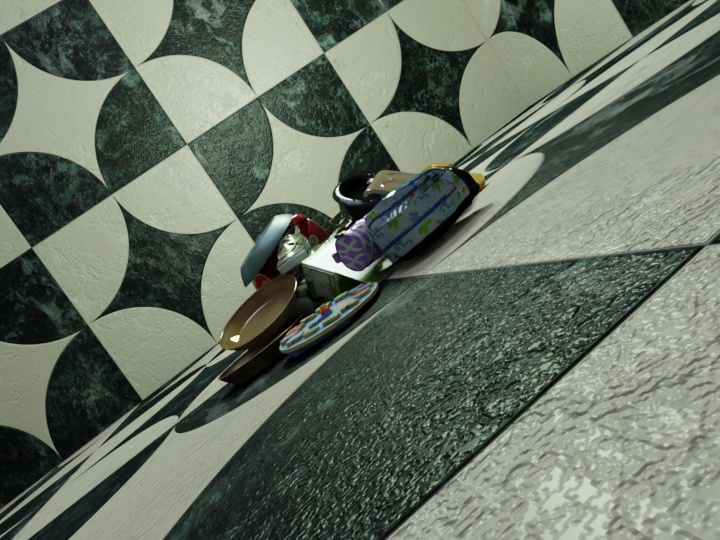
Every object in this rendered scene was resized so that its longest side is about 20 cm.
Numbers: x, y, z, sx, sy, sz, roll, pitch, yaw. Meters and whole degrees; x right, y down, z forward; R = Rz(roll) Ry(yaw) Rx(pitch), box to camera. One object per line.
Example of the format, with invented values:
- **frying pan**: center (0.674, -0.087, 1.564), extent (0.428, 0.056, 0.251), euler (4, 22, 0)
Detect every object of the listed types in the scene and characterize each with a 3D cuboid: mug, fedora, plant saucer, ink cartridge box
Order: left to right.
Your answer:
- **plant saucer**: center (-0.197, 0.092, 1.114), extent (0.198, 0.036, 0.202), euler (-32, 26, 17)
- **plant saucer**: center (-0.227, -0.056, 1.288), extent (0.201, 0.036, 0.201), euler (-53, 13, 17)
- **plant saucer**: center (-0.186, 0.160, 1.078), extent (0.198, 0.037, 0.200), euler (-36, 6, 4)
- **mug**: center (-0.182, -0.034, 1.388), extent (0.131, 0.180, 0.201), euler (4, 43, 44)
- **ink cartridge box**: center (0.000, 0.000, 1.123), extent (0.197, 0.077, 0.147), euler (16, 41, 38)
- **fedora**: center (0.027, -0.174, 1.424), extent (0.195, 0.093, 0.202), euler (-6, 34, 4)

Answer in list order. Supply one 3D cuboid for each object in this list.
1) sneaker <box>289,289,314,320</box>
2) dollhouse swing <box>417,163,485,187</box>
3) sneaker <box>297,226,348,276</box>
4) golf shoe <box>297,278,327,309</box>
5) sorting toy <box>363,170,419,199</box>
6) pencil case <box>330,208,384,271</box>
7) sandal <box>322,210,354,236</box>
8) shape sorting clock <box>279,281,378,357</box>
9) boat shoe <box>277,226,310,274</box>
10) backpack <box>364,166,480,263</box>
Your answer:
- **sneaker**: center (-0.159, 0.071, 1.216), extent (0.199, 0.074, 0.116), euler (-35, 40, 48)
- **dollhouse swing**: center (0.184, -0.145, 1.333), extent (0.199, 0.174, 0.185), euler (-40, -35, -37)
- **sneaker**: center (-0.087, -0.043, 1.304), extent (0.088, 0.068, 0.201), euler (-12, 23, 21)
- **golf shoe**: center (-0.092, 0.038, 1.307), extent (0.198, 0.078, 0.094), euler (-38, 6, -2)
- **sorting toy**: center (0.115, -0.180, 1.205), extent (0.194, 0.037, 0.186), euler (3, 23, 10)
- **pencil case**: center (0.028, -0.072, 1.078), extent (0.085, 0.085, 0.199), euler (-24, 11, 46)
- **sandal**: center (-0.050, -0.114, 1.497), extent (0.082, 0.055, 0.200), euler (-42, 20, -7)
- **shape sorting clock**: center (-0.055, 0.076, 0.937), extent (0.198, 0.040, 0.200), euler (-37, 5, 4)
- **boat shoe**: center (-0.157, -0.046, 1.227), extent (0.071, 0.063, 0.200), euler (-33, 13, 9)
- **backpack**: center (0.101, -0.100, 1.003), extent (0.162, 0.153, 0.202), euler (-30, 23, 55)
